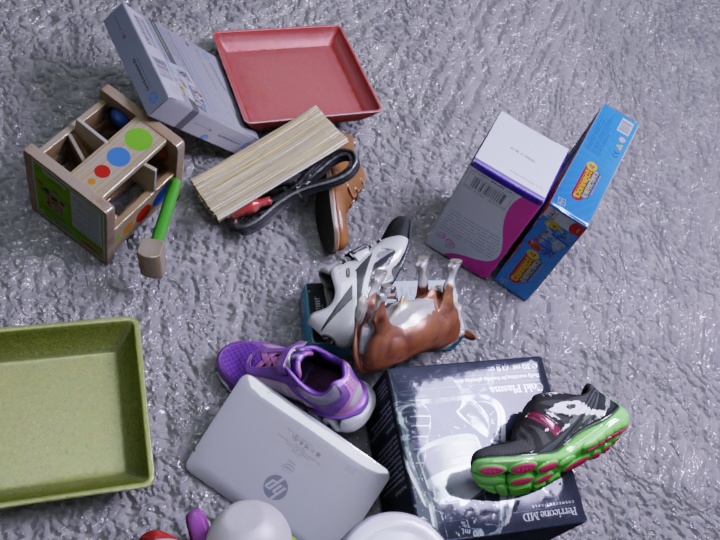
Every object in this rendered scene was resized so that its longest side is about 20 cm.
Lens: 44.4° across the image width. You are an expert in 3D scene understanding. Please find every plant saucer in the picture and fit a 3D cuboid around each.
[{"bbox_3d":[-0.093,-0.272,1.256,0.199,0.037,0.200,-9,54,-19],"label":"plant saucer"},{"bbox_3d":[-0.335,0.157,0.962,0.199,0.048,0.201,-4,64,-17],"label":"plant saucer"}]

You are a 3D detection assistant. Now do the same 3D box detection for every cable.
[{"bbox_3d":[-0.099,-0.106,1.125,0.199,0.050,0.098,-14,54,17],"label":"cable"}]

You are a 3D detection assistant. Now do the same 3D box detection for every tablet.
[{"bbox_3d":[-0.082,0.222,0.978,0.199,0.014,0.130,34,92,5],"label":"tablet"}]

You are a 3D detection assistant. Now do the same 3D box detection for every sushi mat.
[{"bbox_3d":[-0.119,-0.140,1.131,0.199,0.012,0.096,-33,52,-12],"label":"sushi mat"}]

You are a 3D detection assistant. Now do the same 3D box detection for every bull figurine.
[{"bbox_3d":[0.066,0.051,1.016,0.065,0.122,0.199,16,25,39],"label":"bull figurine"}]

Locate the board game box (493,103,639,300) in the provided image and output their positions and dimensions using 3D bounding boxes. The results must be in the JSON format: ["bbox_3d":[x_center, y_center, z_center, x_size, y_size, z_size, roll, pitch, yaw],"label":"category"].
[{"bbox_3d":[0.273,-0.088,1.177,0.056,0.196,0.200,31,58,4],"label":"board game box"}]

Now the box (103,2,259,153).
[{"bbox_3d":[-0.227,-0.242,1.143,0.200,0.041,0.156,14,45,-62],"label":"box"}]

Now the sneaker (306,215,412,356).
[{"bbox_3d":[0.000,0.000,1.066,0.088,0.074,0.201,28,58,-2],"label":"sneaker"}]

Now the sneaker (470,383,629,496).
[{"bbox_3d":[0.194,0.179,0.949,0.199,0.077,0.084,-16,50,-27],"label":"sneaker"}]

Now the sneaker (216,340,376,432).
[{"bbox_3d":[-0.080,0.114,1.007,0.199,0.089,0.081,14,60,22],"label":"sneaker"}]

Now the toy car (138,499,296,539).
[{"bbox_3d":[-0.157,0.308,0.882,0.199,0.176,0.150,-20,32,-24],"label":"toy car"}]

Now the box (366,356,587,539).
[{"bbox_3d":[0.123,0.216,1.013,0.199,0.124,0.198,-3,64,-17],"label":"box"}]

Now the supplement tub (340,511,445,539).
[{"bbox_3d":[0.013,0.322,0.877,0.122,0.200,0.123,7,59,-12],"label":"supplement tub"}]

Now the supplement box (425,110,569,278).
[{"bbox_3d":[0.173,-0.093,1.151,0.101,0.200,0.104,31,57,2],"label":"supplement box"}]

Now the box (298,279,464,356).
[{"bbox_3d":[0.026,0.060,1.113,0.199,0.049,0.083,-1,62,-16],"label":"box"}]

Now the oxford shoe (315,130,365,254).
[{"bbox_3d":[-0.024,-0.111,1.185,0.071,0.071,0.201,7,59,-17],"label":"oxford shoe"}]

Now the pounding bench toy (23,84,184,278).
[{"bbox_3d":[-0.275,-0.100,1.076,0.200,0.124,0.156,37,59,7],"label":"pounding bench toy"}]
